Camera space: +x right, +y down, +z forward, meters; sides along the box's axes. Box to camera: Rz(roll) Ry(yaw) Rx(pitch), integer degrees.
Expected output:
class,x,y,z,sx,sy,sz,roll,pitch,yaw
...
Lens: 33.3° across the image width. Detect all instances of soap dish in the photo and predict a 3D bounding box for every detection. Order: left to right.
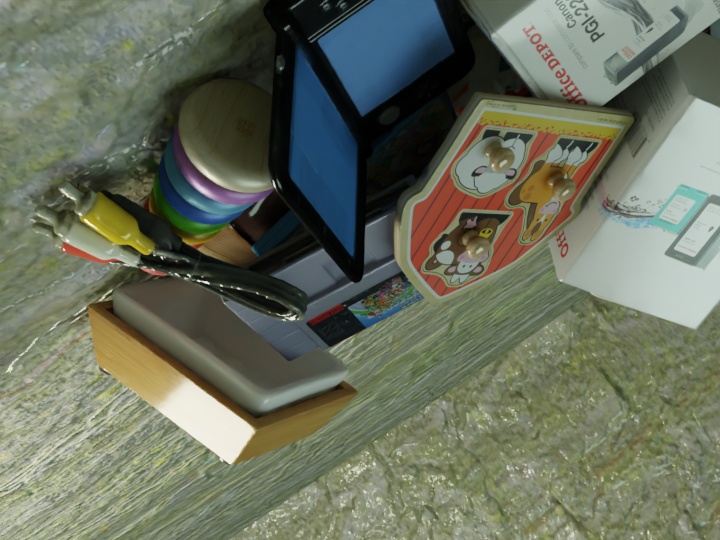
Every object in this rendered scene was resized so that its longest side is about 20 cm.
class,x,y,z,sx,sy,sz,roll,pitch,yaw
soap dish,-0.124,0.085,1.069,0.157,0.200,0.081,-11,130,-59

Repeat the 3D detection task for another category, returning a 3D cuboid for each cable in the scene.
class,x,y,z,sx,sy,sz,roll,pitch,yaw
cable,-0.138,0.000,0.855,0.097,0.200,0.050,-34,-151,55

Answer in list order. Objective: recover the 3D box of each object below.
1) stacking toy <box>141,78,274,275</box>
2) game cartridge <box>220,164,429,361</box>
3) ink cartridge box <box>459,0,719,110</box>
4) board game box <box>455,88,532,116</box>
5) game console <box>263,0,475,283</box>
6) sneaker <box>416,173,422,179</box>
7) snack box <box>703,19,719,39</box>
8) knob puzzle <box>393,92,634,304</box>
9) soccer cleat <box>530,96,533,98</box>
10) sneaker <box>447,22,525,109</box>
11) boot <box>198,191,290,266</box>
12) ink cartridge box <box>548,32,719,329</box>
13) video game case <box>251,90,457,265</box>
class,x,y,z,sx,sy,sz,roll,pitch,yaw
stacking toy,-0.121,-0.052,0.876,0.085,0.085,0.200,-23,167,-37
game cartridge,0.000,0.000,0.977,0.200,0.038,0.130,-28,142,9
ink cartridge box,0.186,-0.219,0.893,0.200,0.085,0.146,-36,140,14
board game box,0.163,-0.170,1.193,0.200,0.040,0.153,-30,166,-15
game console,0.015,-0.111,0.829,0.176,0.116,0.200,-34,155,2
sneaker,0.098,-0.094,1.014,0.200,0.074,0.084,-33,139,1
snack box,0.306,-0.200,1.173,0.142,0.053,0.200,-47,-162,39
knob puzzle,0.109,-0.043,0.939,0.219,0.030,0.220,-23,145,-18
soccer cleat,0.114,-0.094,1.142,0.200,0.070,0.086,-46,-170,18
sneaker,0.148,-0.181,1.009,0.200,0.093,0.070,-36,166,10
boot,-0.050,-0.056,1.021,0.166,0.072,0.200,-36,163,18
ink cartridge box,0.267,-0.083,1.029,0.146,0.147,0.200,19,126,-17
video game case,0.005,-0.065,1.019,0.200,0.018,0.143,-43,162,0
